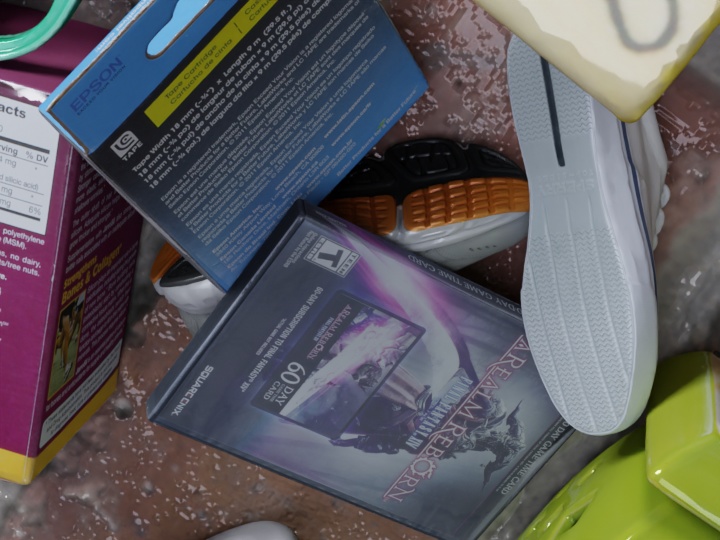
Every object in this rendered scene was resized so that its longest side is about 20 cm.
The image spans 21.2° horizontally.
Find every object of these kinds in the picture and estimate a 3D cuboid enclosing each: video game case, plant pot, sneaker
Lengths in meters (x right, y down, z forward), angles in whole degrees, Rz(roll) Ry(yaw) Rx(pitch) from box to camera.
[{"bbox_3d":[0.014,0.058,0.956,0.199,0.019,0.143,26,120,-24],"label":"video game case"},{"bbox_3d":[0.177,0.164,0.914,0.198,0.200,0.182,32,106,1],"label":"plant pot"},{"bbox_3d":[0.000,0.000,0.972,0.198,0.076,0.092,-13,126,15],"label":"sneaker"},{"bbox_3d":[0.120,-0.025,0.910,0.073,0.070,0.202,3,102,45],"label":"sneaker"}]

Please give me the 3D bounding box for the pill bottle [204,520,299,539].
[{"bbox_3d":[-0.042,0.247,1.038,0.109,0.110,0.201,-22,102,20],"label":"pill bottle"}]

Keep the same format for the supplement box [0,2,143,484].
[{"bbox_3d":[-0.176,-0.016,0.967,0.102,0.131,0.202,16,111,9],"label":"supplement box"}]

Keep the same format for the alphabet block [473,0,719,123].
[{"bbox_3d":[0.101,-0.212,0.796,0.199,0.197,0.196,39,114,-2],"label":"alphabet block"}]

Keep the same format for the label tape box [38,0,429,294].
[{"bbox_3d":[-0.064,-0.093,0.856,0.144,0.200,0.063,-46,61,-4],"label":"label tape box"}]

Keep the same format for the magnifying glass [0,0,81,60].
[{"bbox_3d":[-0.120,-0.162,0.859,0.199,0.022,0.080,-29,102,16],"label":"magnifying glass"}]
